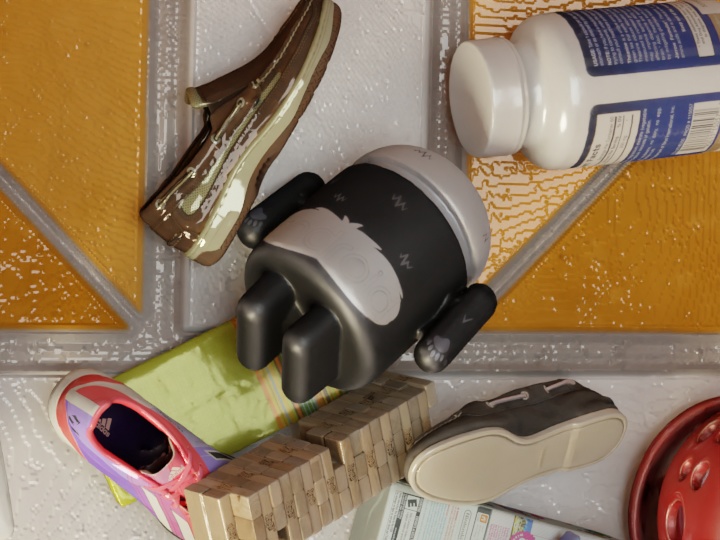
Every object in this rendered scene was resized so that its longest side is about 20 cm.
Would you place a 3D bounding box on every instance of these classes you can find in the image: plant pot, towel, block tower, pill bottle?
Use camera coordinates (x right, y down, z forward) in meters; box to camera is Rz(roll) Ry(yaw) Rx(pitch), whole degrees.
[{"bbox_3d":[0.306,0.182,1.779,0.199,0.182,0.202,-1,92,-19],"label":"plant pot"},{"bbox_3d":[-0.097,0.083,1.721,0.199,0.018,0.087,-26,97,-17],"label":"towel"},{"bbox_3d":[-0.028,0.135,1.683,0.199,0.054,0.058,-30,119,-39],"label":"block tower"},{"bbox_3d":[0.169,-0.131,1.757,0.198,0.111,0.112,-7,94,-19],"label":"pill bottle"}]

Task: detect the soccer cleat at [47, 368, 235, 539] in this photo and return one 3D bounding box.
[{"bbox_3d":[-0.123,0.139,1.662,0.200,0.073,0.068,39,83,-24],"label":"soccer cleat"}]

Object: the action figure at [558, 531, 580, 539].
[{"bbox_3d":[0.127,0.284,1.698,0.193,0.104,0.201,38,79,-22],"label":"action figure"}]

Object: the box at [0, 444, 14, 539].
[{"bbox_3d":[-0.329,0.080,1.540,0.170,0.199,0.202,-11,96,-18],"label":"box"}]

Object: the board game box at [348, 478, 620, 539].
[{"bbox_3d":[0.084,0.240,1.766,0.198,0.064,0.149,17,87,-18],"label":"board game box"}]

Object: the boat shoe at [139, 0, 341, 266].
[{"bbox_3d":[-0.085,-0.107,1.689,0.074,0.075,0.203,29,83,-12],"label":"boat shoe"}]

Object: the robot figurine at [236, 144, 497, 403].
[{"bbox_3d":[0.001,0.002,1.684,0.200,0.125,0.151,-42,103,-31],"label":"robot figurine"}]

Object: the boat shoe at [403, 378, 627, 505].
[{"bbox_3d":[0.100,0.118,1.747,0.199,0.057,0.067,-8,127,-37],"label":"boat shoe"}]
